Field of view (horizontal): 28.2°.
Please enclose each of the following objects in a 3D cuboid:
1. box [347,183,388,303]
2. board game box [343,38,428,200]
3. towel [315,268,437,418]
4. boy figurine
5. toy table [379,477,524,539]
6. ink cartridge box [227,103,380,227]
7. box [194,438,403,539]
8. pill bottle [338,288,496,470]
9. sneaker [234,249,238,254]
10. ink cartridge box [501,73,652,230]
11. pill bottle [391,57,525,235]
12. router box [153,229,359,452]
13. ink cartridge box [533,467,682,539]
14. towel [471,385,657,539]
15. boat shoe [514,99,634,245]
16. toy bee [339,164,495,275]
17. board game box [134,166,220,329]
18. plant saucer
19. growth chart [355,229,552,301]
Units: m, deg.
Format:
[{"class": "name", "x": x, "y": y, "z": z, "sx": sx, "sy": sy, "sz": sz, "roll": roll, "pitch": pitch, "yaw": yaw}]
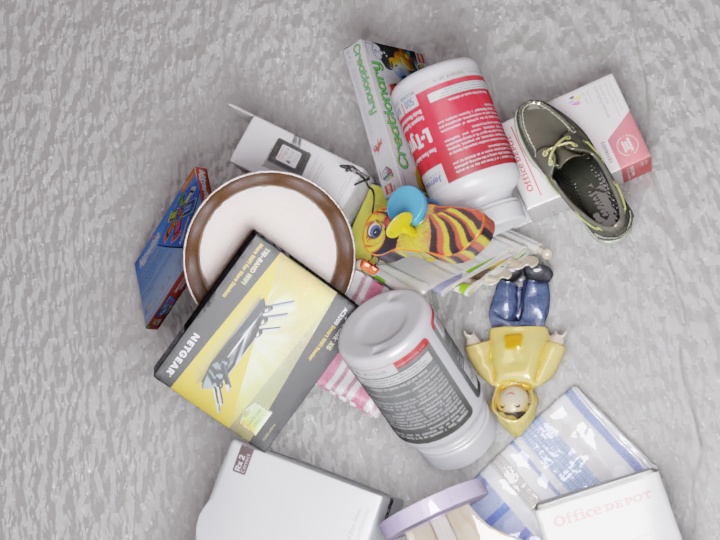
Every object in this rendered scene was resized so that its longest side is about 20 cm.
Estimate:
[{"class": "box", "x": 0.000, "y": 0.000, "z": 1.753, "sx": 0.050, "sy": 0.075, "sz": 0.201, "roll": 24, "pitch": 86, "yaw": 17}, {"class": "board game box", "x": 0.055, "y": -0.179, "z": 1.751, "sx": 0.035, "sy": 0.126, "sz": 0.201, "roll": -27, "pitch": 71, "yaw": 37}, {"class": "towel", "x": -0.028, "y": 0.066, "z": 1.692, "sx": 0.200, "sy": 0.030, "sz": 0.147, "roll": 29, "pitch": 86, "yaw": 14}, {"class": "boy figurine", "x": 0.180, "y": 0.094, "z": 1.696, "sx": 0.124, "sy": 0.064, "sz": 0.201, "roll": 5, "pitch": 77, "yaw": 12}, {"class": "toy table", "x": 0.100, "y": 0.311, "z": 1.596, "sx": 0.183, "sy": 0.200, "sz": 0.117, "roll": -27, "pitch": 78, "yaw": 10}, {"class": "ink cartridge box", "x": -0.081, "y": -0.125, "z": 1.777, "sx": 0.199, "sy": 0.116, "sz": 0.067, "roll": 27, "pitch": 87, "yaw": 18}, {"class": "box", "x": -0.081, "y": 0.325, "z": 1.673, "sx": 0.199, "sy": 0.131, "sz": 0.200, "roll": 18, "pitch": 84, "yaw": 16}, {"class": "pill bottle", "x": 0.068, "y": 0.127, "z": 1.612, "sx": 0.114, "sy": 0.200, "sz": 0.114, "roll": -22, "pitch": 35, "yaw": 16}, {"class": "sneaker", "x": -0.182, "y": -0.018, "z": 1.762, "sx": 0.077, "sy": 0.078, "sz": 0.200, "roll": -61, "pitch": 31, "yaw": 8}, {"class": "ink cartridge box", "x": 0.236, "y": -0.138, "z": 1.728, "sx": 0.199, "sy": 0.067, "sz": 0.117, "roll": -25, "pitch": 74, "yaw": 8}, {"class": "pill bottle", "x": 0.119, "y": -0.138, "z": 1.681, "sx": 0.112, "sy": 0.112, "sz": 0.201, "roll": -22, "pitch": 81, "yaw": 8}, {"class": "router box", "x": -0.115, "y": 0.080, "z": 1.628, "sx": 0.157, "sy": 0.052, "sz": 0.200, "roll": 35, "pitch": 92, "yaw": -11}, {"class": "ink cartridge box", "x": 0.291, "y": 0.334, "z": 1.591, "sx": 0.145, "sy": 0.088, "sz": 0.201, "roll": -19, "pitch": 84, "yaw": 5}, {"class": "towel", "x": 0.229, "y": 0.249, "z": 1.672, "sx": 0.200, "sy": 0.024, "sz": 0.147, "roll": -43, "pitch": 72, "yaw": 2}, {"class": "boat shoe", "x": 0.245, "y": -0.121, "z": 1.656, "sx": 0.072, "sy": 0.060, "sz": 0.202, "roll": -35, "pitch": 75, "yaw": 4}, {"class": "toy bee", "x": 0.051, "y": -0.038, "z": 1.629, "sx": 0.200, "sy": 0.131, "sz": 0.109, "roll": 19, "pitch": 86, "yaw": 52}, {"class": "board game box", "x": -0.227, "y": -0.025, "z": 1.761, "sx": 0.200, "sy": 0.019, "sz": 0.103, "roll": -51, "pitch": 44, "yaw": 42}, {"class": "plant saucer", "x": -0.106, "y": -0.017, "z": 1.659, "sx": 0.199, "sy": 0.034, "sz": 0.201, "roll": -1, "pitch": 98, "yaw": -7}, {"class": "growth chart", "x": 0.114, "y": -0.012, "z": 1.684, "sx": 0.199, "sy": 0.018, "sz": 0.145, "roll": -22, "pitch": 37, "yaw": -27}]
